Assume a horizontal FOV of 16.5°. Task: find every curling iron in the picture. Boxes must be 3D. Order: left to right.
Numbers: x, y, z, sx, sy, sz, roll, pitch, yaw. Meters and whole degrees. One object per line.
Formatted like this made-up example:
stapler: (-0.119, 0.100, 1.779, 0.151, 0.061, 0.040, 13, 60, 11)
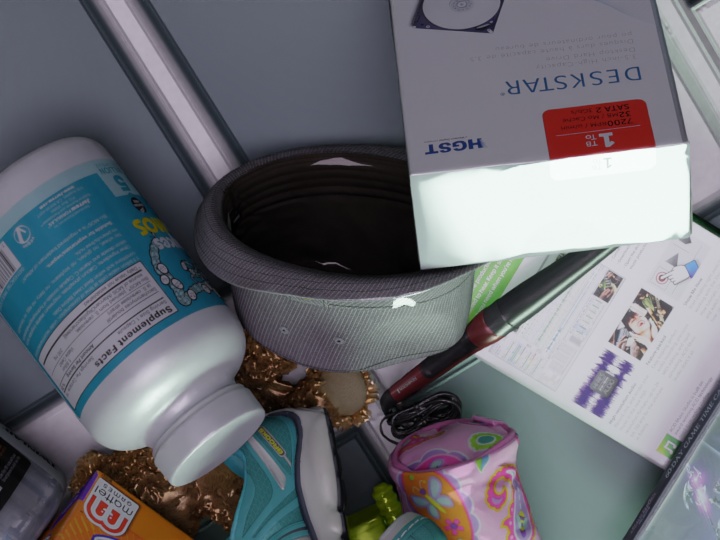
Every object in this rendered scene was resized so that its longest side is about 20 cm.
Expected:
curling iron: (0.087, 0.038, 1.496, 0.049, 0.026, 0.200, 38, 111, -19)

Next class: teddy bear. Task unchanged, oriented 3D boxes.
teddy bear: (-0.084, 0.103, 1.532, 0.144, 0.067, 0.201, 31, 92, -13)

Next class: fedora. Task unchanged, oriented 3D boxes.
fedora: (0.000, 0.000, 1.462, 0.198, 0.177, 0.091, 3, 122, 8)

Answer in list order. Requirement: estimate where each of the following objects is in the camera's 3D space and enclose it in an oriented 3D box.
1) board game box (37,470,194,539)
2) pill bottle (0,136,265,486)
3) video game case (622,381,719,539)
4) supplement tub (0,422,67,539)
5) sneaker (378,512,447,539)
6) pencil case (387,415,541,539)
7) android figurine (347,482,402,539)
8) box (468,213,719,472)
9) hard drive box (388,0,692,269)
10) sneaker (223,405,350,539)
board game box: (-0.157, 0.287, 1.456, 0.200, 0.200, 0.200, 37, 129, -7)
pill bottle: (-0.142, 0.028, 1.455, 0.111, 0.111, 0.200, -40, 76, 7)
video game case: (0.264, 0.128, 1.540, 0.142, 0.019, 0.201, 27, 101, -21)
supplement tub: (-0.288, 0.115, 1.496, 0.200, 0.123, 0.123, 38, 98, -8)
sneaker: (0.052, 0.230, 1.433, 0.080, 0.071, 0.201, 19, 131, 34)
pencil case: (0.078, 0.190, 1.494, 0.087, 0.087, 0.201, -16, 105, 2)
android figurine: (0.034, 0.230, 1.565, 0.181, 0.041, 0.201, -23, 102, 4)
box: (0.147, 0.014, 1.526, 0.199, 0.036, 0.145, 31, 100, -7)
hard drive box: (0.099, -0.103, 1.415, 0.155, 0.201, 0.077, -7, 136, 1)
sneaker: (-0.042, 0.175, 1.448, 0.079, 0.078, 0.201, -10, 57, 1)
